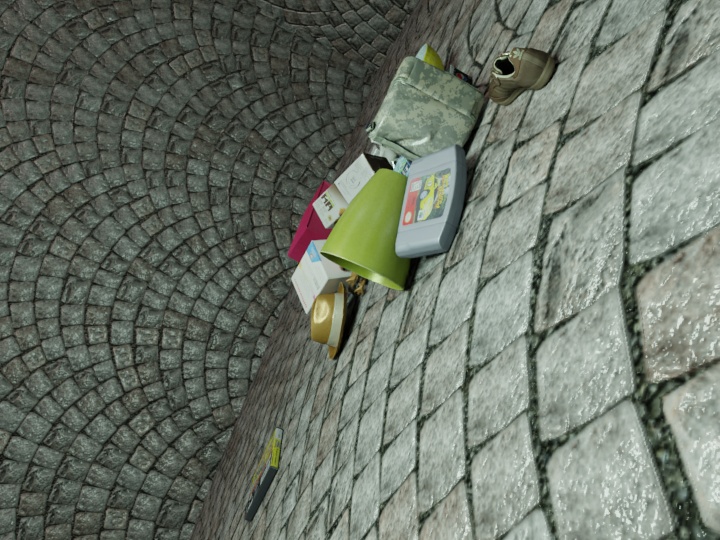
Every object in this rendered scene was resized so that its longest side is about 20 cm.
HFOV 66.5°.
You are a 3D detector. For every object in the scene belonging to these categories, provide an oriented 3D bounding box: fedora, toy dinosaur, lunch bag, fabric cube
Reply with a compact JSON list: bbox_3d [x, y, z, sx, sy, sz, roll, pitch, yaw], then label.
[{"bbox_3d":[-0.088,0.126,1.431,0.200,0.080,0.206,-171,90,-80],"label":"fedora"},{"bbox_3d":[0.000,0.000,1.435,0.201,0.059,0.107,-56,13,41],"label":"toy dinosaur"},{"bbox_3d":[0.126,-0.300,1.104,0.171,0.197,0.139,-67,10,-15],"label":"lunch bag"},{"bbox_3d":[-0.096,-0.125,1.789,0.199,0.197,0.199,-46,22,54],"label":"fabric cube"}]

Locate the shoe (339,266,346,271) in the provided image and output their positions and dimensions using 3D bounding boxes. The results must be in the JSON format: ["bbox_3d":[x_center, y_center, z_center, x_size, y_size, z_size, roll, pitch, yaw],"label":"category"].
[{"bbox_3d":[-0.013,-0.075,1.426,0.200,0.070,0.093,-45,59,54],"label":"shoe"}]

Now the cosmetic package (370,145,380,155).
[{"bbox_3d":[0.044,-0.260,1.658,0.074,0.100,0.203,-103,38,-71],"label":"cosmetic package"}]

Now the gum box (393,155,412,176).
[{"bbox_3d":[0.074,-0.155,1.256,0.203,0.044,0.171,-62,12,18],"label":"gum box"}]

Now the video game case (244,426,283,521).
[{"bbox_3d":[-0.285,0.601,1.634,0.181,0.025,0.203,-99,34,-70],"label":"video game case"}]

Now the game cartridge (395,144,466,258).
[{"bbox_3d":[0.132,-0.127,1.003,0.131,0.040,0.205,-8,64,47],"label":"game cartridge"}]

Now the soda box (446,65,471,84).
[{"bbox_3d":[0.188,-0.380,1.320,0.201,0.062,0.072,-55,15,42],"label":"soda box"}]

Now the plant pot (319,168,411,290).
[{"bbox_3d":[0.040,-0.090,1.105,0.204,0.184,0.187,-67,11,-6],"label":"plant pot"}]

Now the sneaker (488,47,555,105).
[{"bbox_3d":[0.247,-0.332,0.913,0.072,0.074,0.200,-65,12,1],"label":"sneaker"}]

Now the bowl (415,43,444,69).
[{"bbox_3d":[0.176,-0.494,1.494,0.203,0.106,0.201,-62,12,23],"label":"bowl"}]

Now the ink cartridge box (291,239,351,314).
[{"bbox_3d":[-0.103,0.023,1.580,0.201,0.123,0.130,-54,53,45],"label":"ink cartridge box"}]

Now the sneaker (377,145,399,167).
[{"bbox_3d":[0.023,-0.260,1.521,0.201,0.088,0.074,-52,6,8],"label":"sneaker"}]

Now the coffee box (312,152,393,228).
[{"bbox_3d":[-0.011,-0.196,1.391,0.199,0.081,0.113,-40,-17,31],"label":"coffee box"}]
